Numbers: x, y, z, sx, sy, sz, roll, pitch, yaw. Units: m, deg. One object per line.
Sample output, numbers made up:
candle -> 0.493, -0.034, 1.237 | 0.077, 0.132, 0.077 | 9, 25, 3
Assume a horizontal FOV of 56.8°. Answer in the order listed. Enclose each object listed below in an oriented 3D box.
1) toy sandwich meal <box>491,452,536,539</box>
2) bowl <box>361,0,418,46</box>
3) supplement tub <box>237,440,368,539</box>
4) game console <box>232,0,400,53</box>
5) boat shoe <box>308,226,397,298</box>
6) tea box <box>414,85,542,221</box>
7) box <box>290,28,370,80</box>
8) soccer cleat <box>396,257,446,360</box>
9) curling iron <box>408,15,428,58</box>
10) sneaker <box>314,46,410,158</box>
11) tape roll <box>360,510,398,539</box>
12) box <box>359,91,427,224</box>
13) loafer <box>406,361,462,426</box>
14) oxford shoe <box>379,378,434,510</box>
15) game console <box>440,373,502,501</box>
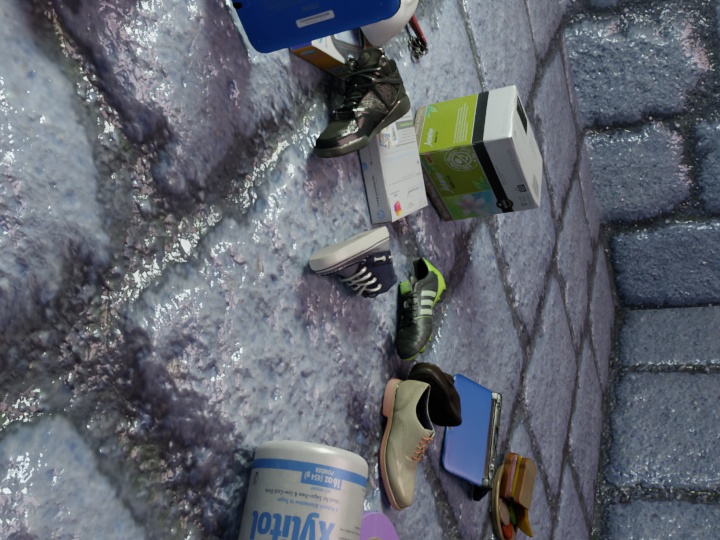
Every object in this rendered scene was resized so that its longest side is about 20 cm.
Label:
toy sandwich meal -> 0.358, 0.524, 1.523 | 0.205, 0.070, 0.207 | 17, 71, -60
bowl -> 0.025, -0.457, 1.012 | 0.201, 0.074, 0.200 | 60, 28, -22
supplement tub -> -0.067, 0.295, 0.714 | 0.132, 0.131, 0.201 | 43, 48, -51
game console -> -0.053, -0.368, 0.760 | 0.119, 0.199, 0.171 | -61, 137, -46
boat shoe -> 0.000, 0.000, 0.940 | 0.200, 0.074, 0.093 | -28, 102, -60
tea box -> 0.221, -0.213, 1.258 | 0.200, 0.196, 0.134 | 51, 43, -45
box -> -0.046, -0.352, 0.954 | 0.200, 0.041, 0.120 | 2, 84, -64
soccer cleat -> 0.090, 0.063, 1.123 | 0.081, 0.067, 0.201 | 48, 42, -23
curling iron -> 0.083, -0.477, 1.223 | 0.200, 0.025, 0.050 | 59, 35, -38
sneaker -> -0.007, -0.240, 0.937 | 0.199, 0.076, 0.115 | -44, 130, -33
tape roll -> -0.015, 0.415, 0.861 | 0.200, 0.065, 0.202 | 17, 71, -61
box -> 0.051, -0.190, 1.105 | 0.156, 0.041, 0.201 | -30, 111, -58
loafer -> 0.129, 0.206, 1.165 | 0.200, 0.073, 0.072 | 62, 30, -50
oxford shoe -> 0.076, 0.271, 1.039 | 0.071, 0.073, 0.201 | 15, 72, -60
game console -> 0.215, 0.338, 1.345 | 0.171, 0.118, 0.201 | 99, 5, -58
